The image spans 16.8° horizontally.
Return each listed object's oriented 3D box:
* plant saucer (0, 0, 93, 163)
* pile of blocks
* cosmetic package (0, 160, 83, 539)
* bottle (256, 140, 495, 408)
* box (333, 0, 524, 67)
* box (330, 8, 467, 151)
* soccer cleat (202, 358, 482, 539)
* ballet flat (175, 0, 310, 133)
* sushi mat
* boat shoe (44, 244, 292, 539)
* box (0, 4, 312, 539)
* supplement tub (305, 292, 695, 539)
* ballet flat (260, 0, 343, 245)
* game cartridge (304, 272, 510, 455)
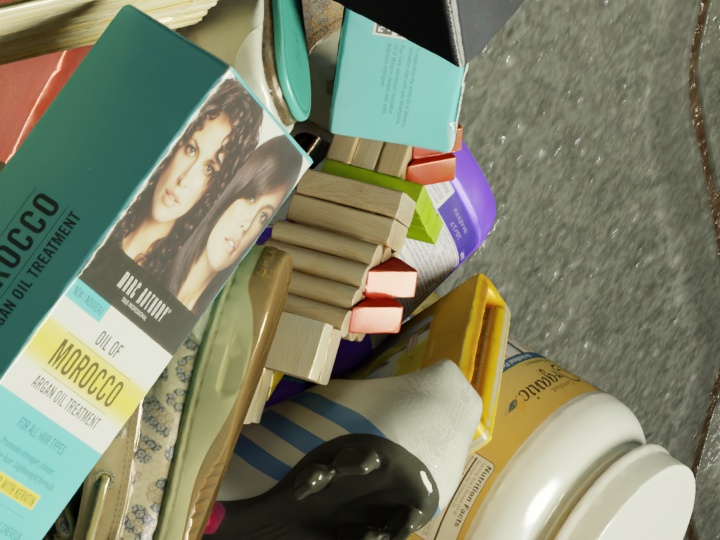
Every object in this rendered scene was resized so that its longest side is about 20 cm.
[{"bbox_3d":[-0.178,-0.038,0.900,0.200,0.037,0.200,-62,154,4],"label":"plant saucer"},{"bbox_3d":[0.000,0.000,1.014,0.082,0.062,0.200,84,27,-47],"label":"pile of blocks"},{"bbox_3d":[-0.143,0.030,0.896,0.107,0.090,0.200,-58,151,-10],"label":"cosmetic package"},{"bbox_3d":[-0.021,0.008,1.167,0.200,0.065,0.084,-45,116,-27],"label":"bottle"},{"bbox_3d":[0.013,-0.209,0.874,0.200,0.197,0.117,-49,152,-20],"label":"box"},{"bbox_3d":[0.024,-0.142,0.993,0.200,0.049,0.082,-84,-177,-51],"label":"box"},{"bbox_3d":[-0.032,0.089,1.015,0.070,0.200,0.086,57,40,-18],"label":"soccer cleat"},{"bbox_3d":[-0.051,-0.127,0.961,0.069,0.069,0.200,88,4,-47],"label":"ballet flat"},{"bbox_3d":[-0.115,-0.079,0.810,0.200,0.012,0.096,-18,177,-35],"label":"sushi mat"},{"bbox_3d":[-0.083,0.073,0.898,0.073,0.063,0.200,-68,179,-73],"label":"boat shoe"},{"bbox_3d":[-0.102,0.018,0.801,0.200,0.049,0.082,-55,153,-6],"label":"box"},{"bbox_3d":[0.056,0.104,1.258,0.145,0.200,0.145,-41,148,-33],"label":"supplement tub"},{"bbox_3d":[-0.035,-0.055,1.090,0.200,0.067,0.068,-59,153,-1],"label":"ballet flat"},{"bbox_3d":[-0.023,0.087,1.127,0.200,0.032,0.176,-32,-169,14],"label":"game cartridge"}]
